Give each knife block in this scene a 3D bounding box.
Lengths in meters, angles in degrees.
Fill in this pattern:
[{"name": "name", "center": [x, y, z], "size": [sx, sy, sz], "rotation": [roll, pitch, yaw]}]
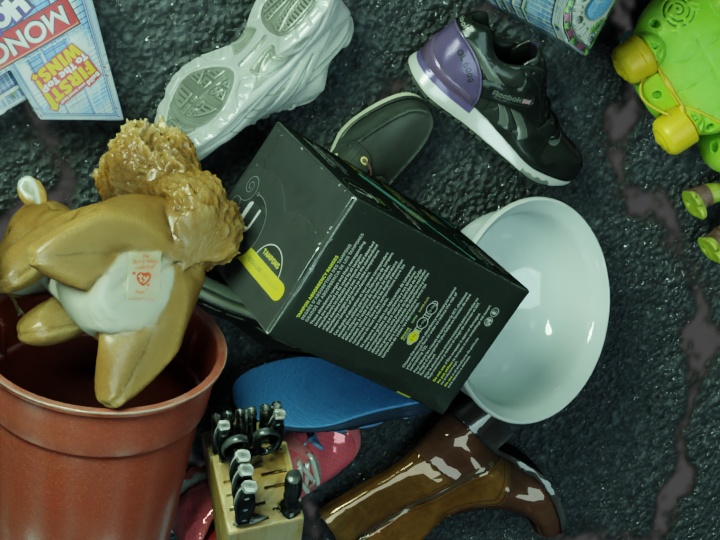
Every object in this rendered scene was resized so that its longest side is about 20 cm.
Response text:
[{"name": "knife block", "center": [-0.082, 0.198, 1.345], "size": [0.064, 0.176, 0.201], "rotation": [-9, 107, -10]}]

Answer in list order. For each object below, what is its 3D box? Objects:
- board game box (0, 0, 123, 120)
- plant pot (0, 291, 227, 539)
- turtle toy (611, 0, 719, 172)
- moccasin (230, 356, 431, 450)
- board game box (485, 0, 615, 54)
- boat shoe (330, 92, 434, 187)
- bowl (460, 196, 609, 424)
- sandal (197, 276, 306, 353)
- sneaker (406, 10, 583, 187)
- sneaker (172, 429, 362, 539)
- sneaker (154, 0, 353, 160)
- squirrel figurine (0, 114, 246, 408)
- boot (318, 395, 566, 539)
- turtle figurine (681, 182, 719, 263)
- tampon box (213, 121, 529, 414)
[{"name": "board game box", "center": [-0.273, -0.174, 1.245], "size": [0.199, 0.062, 0.200], "rotation": [-33, 121, -9]}, {"name": "plant pot", "center": [-0.219, 0.137, 1.344], "size": [0.200, 0.201, 0.196], "rotation": [-3, 122, -24]}, {"name": "turtle toy", "center": [0.309, -0.172, 1.493], "size": [0.145, 0.101, 0.201], "rotation": [-32, 107, 0]}, {"name": "moccasin", "center": [-0.018, 0.121, 1.475], "size": [0.199, 0.081, 0.068], "rotation": [0, 151, -14]}, {"name": "board game box", "center": [0.182, -0.284, 1.323], "size": [0.061, 0.200, 0.201], "rotation": [22, 101, -31]}, {"name": "boat shoe", "center": [-0.010, -0.070, 1.419], "size": [0.201, 0.063, 0.074], "rotation": [-42, 121, -5]}, {"name": "bowl", "center": [0.125, 0.032, 1.494], "size": [0.200, 0.090, 0.202], "rotation": [-6, 99, -40]}, {"name": "sandal", "center": [-0.079, 0.027, 1.421], "size": [0.200, 0.080, 0.058], "rotation": [29, 73, -34]}, {"name": "sneaker", "center": [0.139, -0.146, 1.431], "size": [0.200, 0.076, 0.088], "rotation": [32, 120, -33]}, {"name": "sneaker", "center": [-0.079, 0.198, 1.489], "size": [0.199, 0.087, 0.074], "rotation": [-25, 122, -14]}, {"name": "sneaker", "center": [-0.078, -0.148, 1.345], "size": [0.200, 0.078, 0.099], "rotation": [-41, 147, 9]}, {"name": "squirrel figurine", "center": [-0.194, -0.022, 1.280], "size": [0.200, 0.186, 0.142], "rotation": [-41, 120, -19]}, {"name": "boot", "center": [0.084, 0.239, 1.597], "size": [0.200, 0.068, 0.189], "rotation": [-39, 123, -4]}, {"name": "turtle figurine", "center": [0.391, -0.087, 1.601], "size": [0.161, 0.064, 0.201], "rotation": [-27, 127, -5]}, {"name": "tampon box", "center": [0.000, 0.000, 1.329], "size": [0.200, 0.150, 0.127], "rotation": [27, 101, -37]}]
